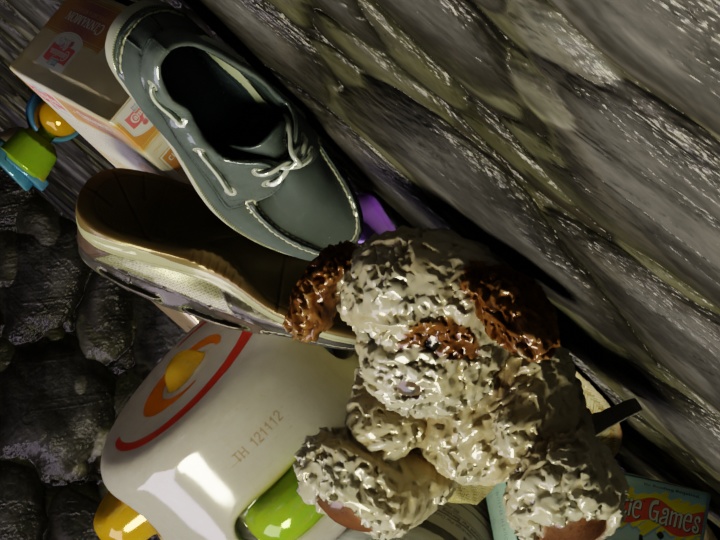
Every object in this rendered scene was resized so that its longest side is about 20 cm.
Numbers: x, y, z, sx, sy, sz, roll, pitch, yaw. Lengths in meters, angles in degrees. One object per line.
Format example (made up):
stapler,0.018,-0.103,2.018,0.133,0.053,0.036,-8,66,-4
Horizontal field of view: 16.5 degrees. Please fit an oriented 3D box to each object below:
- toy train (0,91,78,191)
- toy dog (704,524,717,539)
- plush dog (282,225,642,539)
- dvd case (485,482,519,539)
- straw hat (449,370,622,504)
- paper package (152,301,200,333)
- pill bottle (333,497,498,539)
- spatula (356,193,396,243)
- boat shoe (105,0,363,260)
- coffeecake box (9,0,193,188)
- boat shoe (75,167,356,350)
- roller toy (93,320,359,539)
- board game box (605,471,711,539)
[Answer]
toy train,-0.198,-0.109,1.686,0.085,0.116,0.200,41,174,-10
toy dog,0.245,0.241,1.608,0.132,0.096,0.200,43,173,-26
plush dog,0.054,0.046,1.351,0.200,0.161,0.172,2,137,31
dvd case,0.150,0.213,1.651,0.200,0.022,0.146,14,-119,-55
straw hat,0.054,0.094,1.526,0.201,0.085,0.201,26,156,12
paper package,-0.118,0.003,2.067,0.191,0.104,0.200,41,175,-8
pill bottle,0.039,0.185,1.619,0.114,0.114,0.200,41,-143,-6
spatula,-0.039,-0.062,1.455,0.200,0.021,0.056,47,139,-17
boat shoe,-0.062,-0.068,1.376,0.200,0.073,0.062,47,173,-30
coffeecake box,-0.102,-0.075,1.550,0.200,0.073,0.153,44,171,-34
boat shoe,-0.073,-0.001,1.465,0.200,0.073,0.065,23,148,2
roller toy,-0.075,0.105,1.628,0.140,0.183,0.200,44,140,-16
board game box,0.135,0.228,1.473,0.103,0.200,0.105,13,142,5
